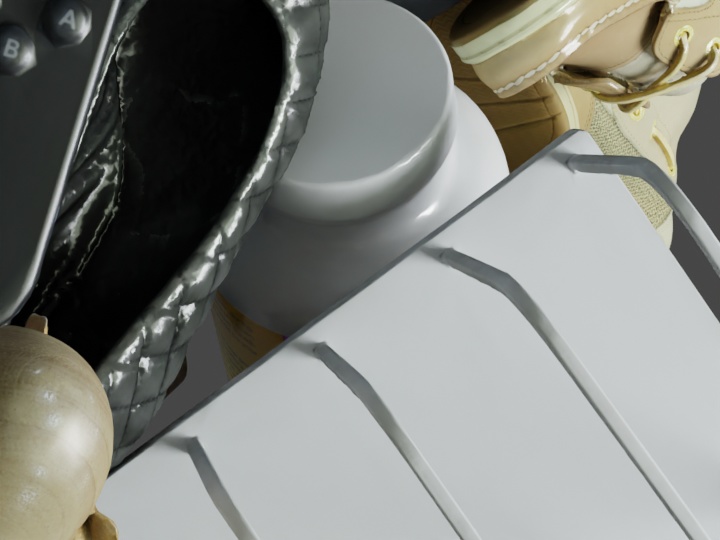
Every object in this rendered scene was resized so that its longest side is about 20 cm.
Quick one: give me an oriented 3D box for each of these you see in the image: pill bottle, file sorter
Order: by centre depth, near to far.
[{"bbox_3d":[0.031,0.076,0.703,0.199,0.139,0.125,-36,-173,-4],"label":"file sorter"},{"bbox_3d":[0.000,0.000,0.858,0.105,0.104,0.200,-60,159,-27],"label":"pill bottle"}]

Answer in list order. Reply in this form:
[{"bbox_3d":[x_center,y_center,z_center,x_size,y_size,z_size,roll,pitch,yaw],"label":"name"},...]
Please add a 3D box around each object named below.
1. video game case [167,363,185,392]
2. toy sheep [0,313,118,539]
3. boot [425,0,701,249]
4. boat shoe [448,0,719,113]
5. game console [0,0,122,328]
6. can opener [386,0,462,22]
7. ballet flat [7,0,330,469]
[{"bbox_3d":[-0.118,-0.004,0.745,0.182,0.023,0.201,-45,139,-44],"label":"video game case"},{"bbox_3d":[-0.141,0.072,0.615,0.138,0.199,0.138,50,23,-32],"label":"toy sheep"},{"bbox_3d":[0.080,-0.100,0.984,0.200,0.072,0.156,48,53,-44],"label":"boot"},{"bbox_3d":[0.100,-0.092,0.887,0.200,0.074,0.067,-34,97,-51],"label":"boat shoe"},{"bbox_3d":[-0.130,-0.091,0.490,0.119,0.199,0.174,-176,-76,-76],"label":"game console"},{"bbox_3d":[0.034,-0.126,0.822,0.067,0.199,0.054,28,38,-57],"label":"can opener"},{"bbox_3d":[-0.055,-0.028,0.732,0.057,0.066,0.201,115,-5,-84],"label":"ballet flat"}]
